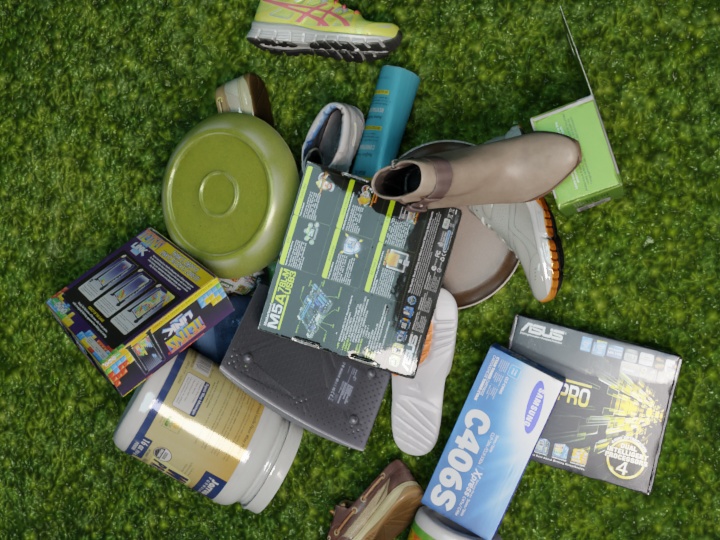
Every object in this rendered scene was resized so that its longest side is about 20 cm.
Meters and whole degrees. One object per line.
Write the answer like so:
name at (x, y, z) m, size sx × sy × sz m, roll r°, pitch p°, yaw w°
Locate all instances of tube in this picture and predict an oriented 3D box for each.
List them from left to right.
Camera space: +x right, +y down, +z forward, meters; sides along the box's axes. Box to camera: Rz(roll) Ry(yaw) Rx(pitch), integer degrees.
tube at (0.021, -0.144, 1.244) m, size 0.050 × 0.077 × 0.204 m, roll 18°, pitch 85°, yaw -28°

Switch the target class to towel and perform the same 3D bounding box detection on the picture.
towel at (-0.197, 0.085, 1.299) m, size 0.196 × 0.049 × 0.114 m, roll 2°, pitch 109°, yaw 15°

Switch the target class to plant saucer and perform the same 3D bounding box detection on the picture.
plant saucer at (-0.166, -0.092, 1.247) m, size 0.196 × 0.031 × 0.205 m, roll 0°, pitch 91°, yaw 23°
plant saucer at (0.105, -0.055, 1.246) m, size 0.196 × 0.032 × 0.205 m, roll 0°, pitch 91°, yaw 13°

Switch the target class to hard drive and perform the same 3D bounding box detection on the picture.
hard drive at (-0.065, 0.119, 1.225) m, size 0.198 × 0.042 × 0.137 m, roll 31°, pitch 57°, yaw -13°

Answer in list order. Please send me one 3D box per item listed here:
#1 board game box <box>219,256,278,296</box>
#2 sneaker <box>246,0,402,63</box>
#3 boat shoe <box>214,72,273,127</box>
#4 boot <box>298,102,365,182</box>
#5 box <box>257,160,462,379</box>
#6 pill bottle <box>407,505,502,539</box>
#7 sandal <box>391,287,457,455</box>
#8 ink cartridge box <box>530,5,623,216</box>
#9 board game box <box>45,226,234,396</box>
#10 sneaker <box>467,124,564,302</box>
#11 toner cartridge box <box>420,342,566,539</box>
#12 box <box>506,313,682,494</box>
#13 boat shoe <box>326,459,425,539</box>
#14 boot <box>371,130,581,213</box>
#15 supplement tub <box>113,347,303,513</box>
board game box at (-0.125, 0.018, 1.291) m, size 0.196 × 0.023 × 0.107 m, roll 6°, pitch 110°, yaw 13°
sneaker at (-0.043, -0.312, 1.262) m, size 0.196 × 0.078 × 0.092 m, roll 9°, pitch 85°, yaw 12°
boat shoe at (-0.142, -0.142, 1.293) m, size 0.065 × 0.074 × 0.205 m, roll -10°, pitch 83°, yaw 22°
boot at (-0.057, -0.110, 1.252) m, size 0.072 × 0.095 × 0.204 m, roll 21°, pitch 96°, yaw 13°
box at (0.000, 0.000, 1.177) m, size 0.189 × 0.048 × 0.204 m, roll 16°, pitch 88°, yaw 3°
pill bottle at (0.087, 0.392, 1.209) m, size 0.109 × 0.111 × 0.204 m, roll 19°, pitch 95°, yaw 13°
sandal at (0.072, 0.116, 1.241) m, size 0.077 × 0.059 × 0.211 m, roll 9°, pitch 105°, yaw 8°
ink cartridge box at (0.230, -0.172, 1.157) m, size 0.074 × 0.148 × 0.204 m, roll -19°, pitch 85°, yaw 14°
board game box at (-0.267, 0.043, 1.230) m, size 0.164 × 0.057 × 0.199 m, roll -37°, pitch 36°, yaw -18°
sneaker at (0.174, -0.058, 1.184) m, size 0.090 × 0.075 × 0.204 m, roll -16°, pitch 78°, yaw 21°
toner cartridge box at (0.153, 0.197, 1.183) m, size 0.094 × 0.043 × 0.203 m, roll 25°, pitch 97°, yaw 15°
box at (0.259, 0.153, 1.198) m, size 0.196 × 0.049 × 0.165 m, roll 15°, pitch 93°, yaw 16°
boat shoe at (-0.003, 0.313, 1.263) m, size 0.201 × 0.071 × 0.072 m, roll -51°, pitch 49°, yaw 19°
boot at (0.112, -0.101, 1.078) m, size 0.198 × 0.144 × 0.072 m, roll -17°, pitch 80°, yaw 50°
supplement tub at (-0.181, 0.190, 1.238) m, size 0.198 × 0.145 × 0.146 m, roll 31°, pitch 97°, yaw -10°
